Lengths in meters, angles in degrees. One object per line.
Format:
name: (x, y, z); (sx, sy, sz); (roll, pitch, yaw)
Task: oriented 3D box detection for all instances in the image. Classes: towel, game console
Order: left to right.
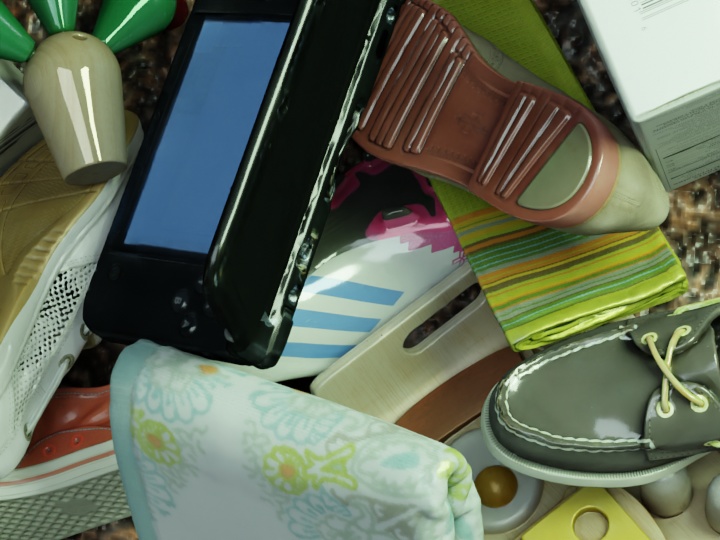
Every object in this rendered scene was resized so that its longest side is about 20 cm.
game console: (-0.059, -0.072, 1.059); (0.175, 0.116, 0.201); (8, 72, 41)
towel: (-0.019, 0.128, 1.084); (0.170, 0.201, 0.048); (15, 45, 28)
towel: (0.070, -0.057, 1.125); (0.086, 0.018, 0.201); (-19, 58, -9)

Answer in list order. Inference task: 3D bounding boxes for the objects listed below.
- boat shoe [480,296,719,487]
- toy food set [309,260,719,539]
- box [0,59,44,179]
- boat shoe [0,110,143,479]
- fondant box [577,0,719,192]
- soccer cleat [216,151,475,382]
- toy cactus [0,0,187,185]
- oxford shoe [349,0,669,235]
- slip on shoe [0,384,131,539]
boat shoe: (0.150, 0.044, 1.051); (0.200, 0.061, 0.072); (-8, 66, -2)
toy food set: (0.092, 0.081, 1.098); (0.143, 0.060, 0.200); (-37, 62, -8)
box: (-0.242, -0.030, 1.207); (0.082, 0.068, 0.200); (42, 94, 10)
boat shoe: (-0.149, 0.011, 1.166); (0.071, 0.069, 0.201); (-2, 46, 35)
fondant box: (0.122, -0.122, 1.073); (0.058, 0.200, 0.145); (-23, 80, 6)
soccer cleat: (0.000, 0.000, 1.163); (0.199, 0.087, 0.070); (-25, 46, -11)
toy cactus: (-0.150, -0.119, 1.154); (0.102, 0.199, 0.166); (-28, 71, 43)
oxford shoe: (0.054, -0.063, 1.094); (0.200, 0.075, 0.071); (41, 103, 43)
slip on shoe: (-0.163, 0.092, 1.185); (0.199, 0.074, 0.061); (-16, 58, 11)
